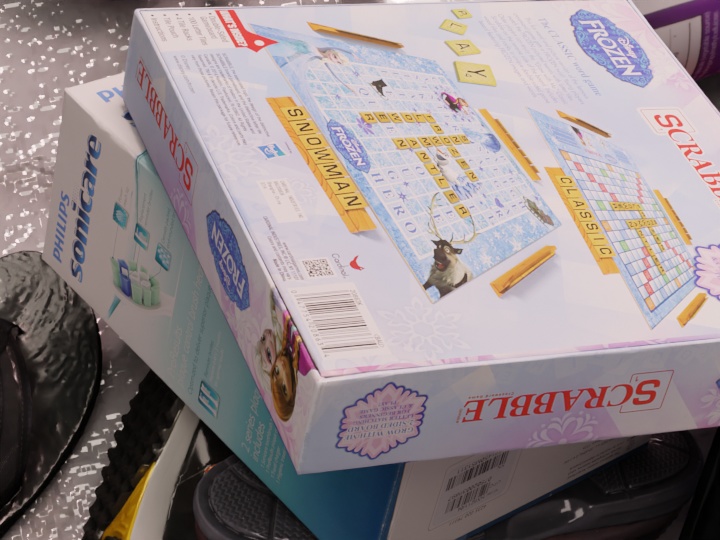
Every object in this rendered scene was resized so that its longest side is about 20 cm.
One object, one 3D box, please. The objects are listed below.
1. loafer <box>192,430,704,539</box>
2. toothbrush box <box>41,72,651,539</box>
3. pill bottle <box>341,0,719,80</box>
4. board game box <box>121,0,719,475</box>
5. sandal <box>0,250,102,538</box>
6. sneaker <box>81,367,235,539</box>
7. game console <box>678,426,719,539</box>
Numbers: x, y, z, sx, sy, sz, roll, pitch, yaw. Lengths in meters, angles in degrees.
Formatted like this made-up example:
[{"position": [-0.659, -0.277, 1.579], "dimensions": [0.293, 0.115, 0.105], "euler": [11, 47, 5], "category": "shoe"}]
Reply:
[{"position": [0.033, 0.097, 0.796], "dimensions": [0.200, 0.063, 0.072], "euler": [-6, 42, -21], "category": "loafer"}, {"position": [0.000, 0.000, 0.785], "dimensions": [0.146, 0.085, 0.200], "euler": [-22, 51, -38], "category": "toothbrush box"}, {"position": [0.098, -0.125, 0.903], "dimensions": [0.200, 0.111, 0.111], "euler": [-17, 67, -12], "category": "pill bottle"}, {"position": [0.042, -0.022, 0.722], "dimensions": [0.199, 0.041, 0.200], "euler": [-4, 40, -22], "category": "board game box"}, {"position": [-0.161, 0.076, 0.826], "dimensions": [0.075, 0.048, 0.200], "euler": [24, 66, 9], "category": "sandal"}, {"position": [-0.053, 0.103, 0.820], "dimensions": [0.090, 0.070, 0.200], "euler": [28, 57, -18], "category": "sneaker"}, {"position": [0.199, 0.088, 0.822], "dimensions": [0.200, 0.116, 0.176], "euler": [20, 32, -20], "category": "game console"}]
